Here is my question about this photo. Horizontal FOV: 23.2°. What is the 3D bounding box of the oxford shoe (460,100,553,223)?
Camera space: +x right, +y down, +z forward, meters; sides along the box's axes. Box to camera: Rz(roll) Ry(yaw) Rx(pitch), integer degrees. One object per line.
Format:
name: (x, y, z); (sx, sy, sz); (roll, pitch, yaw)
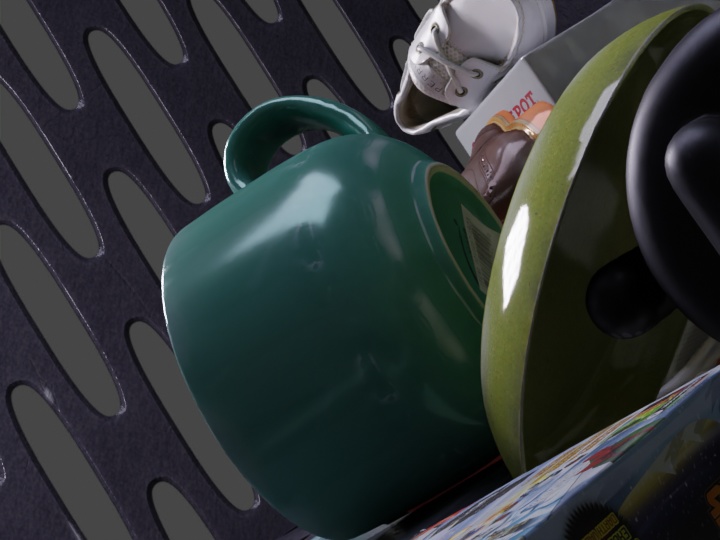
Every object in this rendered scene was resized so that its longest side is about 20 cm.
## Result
oxford shoe: (0.073, -0.042, 0.956); (0.073, 0.072, 0.200); (-37, -3, -6)

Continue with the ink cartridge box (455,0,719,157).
ink cartridge box: (0.179, -0.056, 1.040); (0.144, 0.201, 0.145); (-31, -5, -19)

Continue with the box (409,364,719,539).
box: (0.009, 0.097, 0.416); (0.137, 0.040, 0.199); (-36, -5, 42)

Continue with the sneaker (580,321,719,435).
sneaker: (0.128, 0.022, 0.809); (0.199, 0.092, 0.076); (-31, -4, -37)

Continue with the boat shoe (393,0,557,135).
boat shoe: (0.063, -0.130, 1.077); (0.069, 0.071, 0.200); (-39, -9, -19)

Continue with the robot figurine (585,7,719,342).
robot figurine: (0.155, -0.037, 0.585); (0.149, 0.126, 0.200); (4, 9, 18)

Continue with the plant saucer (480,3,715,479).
plant saucer: (0.093, -0.006, 0.671); (0.200, 0.031, 0.202); (-42, -39, -47)

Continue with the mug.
mug: (-0.001, 0.006, 0.739); (0.114, 0.186, 0.152); (-30, 0, 22)

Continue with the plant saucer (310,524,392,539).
plant saucer: (-0.050, 0.185, 0.953); (0.200, 0.039, 0.201); (-33, -4, -3)

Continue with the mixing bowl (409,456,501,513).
mixing bowl: (0.068, 0.063, 0.925); (0.199, 0.109, 0.200); (-34, -3, -2)

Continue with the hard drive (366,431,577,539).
hard drive: (-0.003, 0.134, 0.685); (0.139, 0.033, 0.200); (-37, -5, 35)
